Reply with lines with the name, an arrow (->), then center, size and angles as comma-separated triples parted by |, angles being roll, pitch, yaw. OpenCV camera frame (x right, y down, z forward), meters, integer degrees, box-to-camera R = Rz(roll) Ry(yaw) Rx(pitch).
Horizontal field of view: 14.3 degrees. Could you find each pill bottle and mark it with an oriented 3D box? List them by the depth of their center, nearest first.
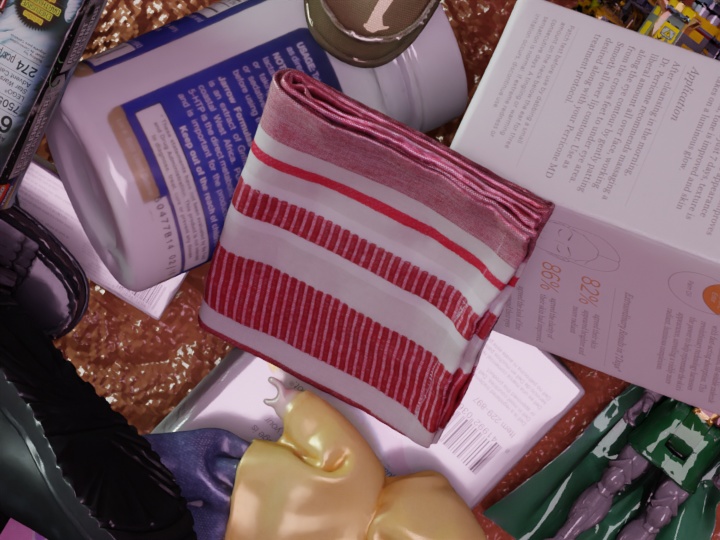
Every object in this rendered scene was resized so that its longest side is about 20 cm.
pill bottle -> -0.052, -0.081, 1.469 | 0.199, 0.120, 0.120 | -24, 99, -14

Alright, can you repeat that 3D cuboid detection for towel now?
towel -> 0.000, 0.000, 1.389 | 0.143, 0.023, 0.200 | 28, 141, 4

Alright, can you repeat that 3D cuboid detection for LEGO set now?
LEGO set -> 0.218, -0.118, 1.471 | 0.199, 0.154, 0.116 | 34, 95, -10

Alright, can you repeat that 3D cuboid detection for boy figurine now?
boy figurine -> -0.034, 0.116, 1.451 | 0.198, 0.064, 0.125 | 4, 98, -1

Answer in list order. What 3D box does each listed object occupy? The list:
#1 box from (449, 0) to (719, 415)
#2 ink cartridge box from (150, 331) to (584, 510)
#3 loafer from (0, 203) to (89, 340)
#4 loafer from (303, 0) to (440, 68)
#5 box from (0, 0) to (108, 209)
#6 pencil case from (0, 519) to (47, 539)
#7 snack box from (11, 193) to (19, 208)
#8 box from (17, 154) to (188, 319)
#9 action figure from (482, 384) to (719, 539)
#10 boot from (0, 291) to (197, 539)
box -> 0.149, -0.023, 1.398 | 0.199, 0.153, 0.107 | 20, 63, 11
ink cartridge box -> -0.003, 0.080, 1.521 | 0.145, 0.088, 0.200 | 43, 93, -6
loafer -> -0.228, -0.021, 1.433 | 0.199, 0.063, 0.072 | 32, 99, -6
loafer -> 0.027, -0.197, 1.408 | 0.076, 0.067, 0.201 | 21, 83, 1
box -> -0.231, -0.136, 1.404 | 0.199, 0.040, 0.138 | 30, 104, 10
pencil case -> -0.181, 0.177, 1.532 | 0.087, 0.087, 0.201 | -27, 99, 2
snack box -> -0.239, -0.073, 1.475 | 0.115, 0.037, 0.202 | -8, 100, 0
box -> -0.180, -0.043, 1.521 | 0.199, 0.039, 0.042 | 31, 95, -6
action figure -> 0.172, 0.090, 1.548 | 0.118, 0.055, 0.200 | 37, 91, -4
boot -> -0.185, 0.122, 1.418 | 0.198, 0.073, 0.163 | 49, 118, 18
